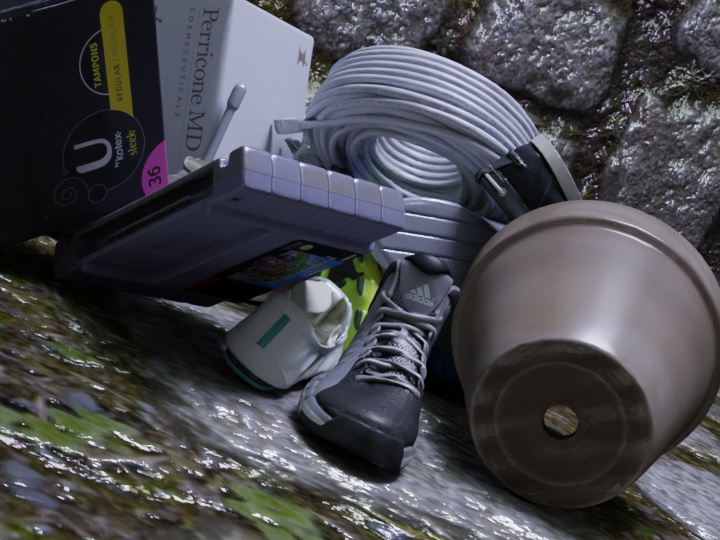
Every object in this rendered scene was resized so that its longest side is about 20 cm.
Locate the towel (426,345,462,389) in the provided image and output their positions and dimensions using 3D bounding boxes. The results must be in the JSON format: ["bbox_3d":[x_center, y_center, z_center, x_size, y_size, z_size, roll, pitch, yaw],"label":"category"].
[{"bbox_3d":[0.056,0.051,1.163,0.111,0.049,0.200,12,16,-44],"label":"towel"}]

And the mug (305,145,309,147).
[{"bbox_3d":[0.015,-0.054,1.384,0.186,0.154,0.149,18,11,-46],"label":"mug"}]

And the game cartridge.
[{"bbox_3d":[-0.082,-0.018,0.809,0.129,0.039,0.199,18,-27,-39],"label":"game cartridge"}]

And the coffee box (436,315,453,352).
[{"bbox_3d":[0.120,0.043,1.084,0.199,0.044,0.123,24,24,0],"label":"coffee box"}]

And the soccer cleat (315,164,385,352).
[{"bbox_3d":[0.001,-0.001,1.043,0.084,0.065,0.201,39,29,-36],"label":"soccer cleat"}]

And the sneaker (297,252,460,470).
[{"bbox_3d":[0.018,0.044,0.811,0.075,0.116,0.200,25,7,-2],"label":"sneaker"}]

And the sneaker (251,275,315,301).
[{"bbox_3d":[-0.086,-0.012,1.099,0.080,0.072,0.199,16,-2,43],"label":"sneaker"}]

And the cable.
[{"bbox_3d":[0.052,-0.102,1.087,0.200,0.070,0.199,37,-26,-28],"label":"cable"}]

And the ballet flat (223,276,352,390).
[{"bbox_3d":[-0.036,0.036,0.880,0.069,0.070,0.200,26,7,7],"label":"ballet flat"}]

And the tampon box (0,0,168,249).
[{"bbox_3d":[-0.222,-0.137,0.827,0.126,0.151,0.200,-22,42,-28],"label":"tampon box"}]

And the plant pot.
[{"bbox_3d":[0.146,0.069,0.896,0.199,0.201,0.174,26,23,8],"label":"plant pot"}]

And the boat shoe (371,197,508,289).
[{"bbox_3d":[0.080,-0.012,1.040,0.199,0.073,0.071,14,1,-32],"label":"boat shoe"}]

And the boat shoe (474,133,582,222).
[{"bbox_3d":[0.153,0.000,1.001,0.201,0.067,0.072,63,-4,-7],"label":"boat shoe"}]

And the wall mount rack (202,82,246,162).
[{"bbox_3d":[-0.173,-0.084,0.974,0.199,0.075,0.174,24,48,-9],"label":"wall mount rack"}]

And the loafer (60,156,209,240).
[{"bbox_3d":[-0.100,-0.047,0.887,0.199,0.070,0.075,2,-18,-15],"label":"loafer"}]

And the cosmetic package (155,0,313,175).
[{"bbox_3d":[-0.168,-0.142,1.126,0.199,0.169,0.166,7,-1,21],"label":"cosmetic package"}]
